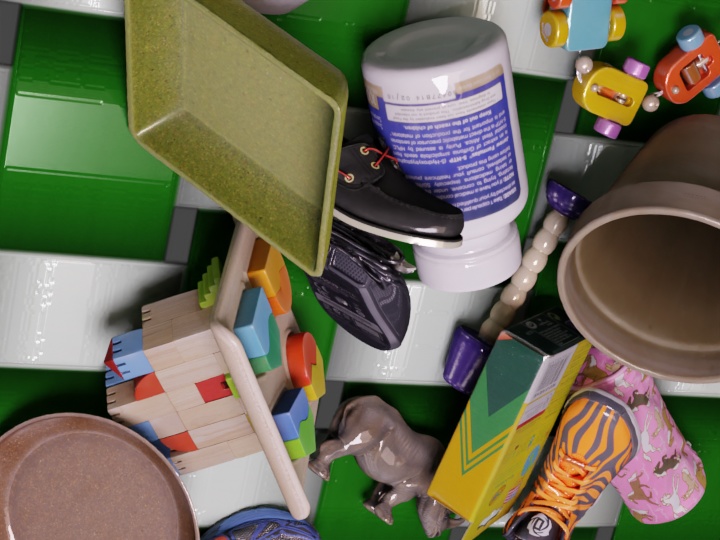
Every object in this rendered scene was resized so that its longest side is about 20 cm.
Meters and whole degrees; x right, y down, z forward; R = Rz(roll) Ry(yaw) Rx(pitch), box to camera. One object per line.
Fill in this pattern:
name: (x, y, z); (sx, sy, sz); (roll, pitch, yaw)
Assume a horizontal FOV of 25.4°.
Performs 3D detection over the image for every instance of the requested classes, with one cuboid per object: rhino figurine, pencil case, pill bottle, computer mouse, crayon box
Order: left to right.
computer mouse: (0.000, 0.000, 1.293); (0.053, 0.138, 0.200); (-54, 156, -16)
rhino figurine: (0.036, 0.181, 1.431); (0.200, 0.060, 0.088); (39, 83, -35)
pill bottle: (0.074, -0.091, 1.294); (0.119, 0.120, 0.202); (-19, 118, -15)
crayon box: (0.128, 0.137, 1.400); (0.127, 0.051, 0.202); (-16, 132, -61)
pencil case: (0.254, 0.145, 1.498); (0.082, 0.087, 0.201); (-19, 124, 22)

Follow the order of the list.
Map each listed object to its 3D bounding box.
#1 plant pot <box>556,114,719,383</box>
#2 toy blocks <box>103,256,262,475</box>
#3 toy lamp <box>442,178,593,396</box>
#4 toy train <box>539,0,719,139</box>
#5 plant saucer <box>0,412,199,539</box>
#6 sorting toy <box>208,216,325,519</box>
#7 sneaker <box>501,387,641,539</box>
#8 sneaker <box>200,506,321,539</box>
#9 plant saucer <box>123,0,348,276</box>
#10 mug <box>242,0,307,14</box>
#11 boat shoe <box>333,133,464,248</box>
plant pot: (0.282, -0.035, 1.362); (0.201, 0.199, 0.174); (54, 42, -31)
toy blocks: (-0.144, 0.095, 1.299); (0.135, 0.100, 0.201); (-17, 133, 5)
toy lamp: (0.136, 0.017, 1.407); (0.058, 0.058, 0.201); (26, 97, -30)
toy train: (0.227, -0.202, 1.354); (0.150, 0.056, 0.200); (-43, 125, -3)
plant saucer: (-0.222, 0.206, 1.301); (0.198, 0.037, 0.203); (2, 104, 9)
sorting toy: (-0.065, 0.065, 1.256); (0.036, 0.201, 0.186); (-15, 120, 9)
sneaker: (0.188, 0.197, 1.434); (0.112, 0.077, 0.201); (-51, 161, -36)
sneaker: (-0.124, 0.264, 1.385); (0.198, 0.078, 0.076); (-12, 117, -18)
plant saucer: (-0.082, -0.118, 1.150); (0.048, 0.199, 0.201); (-43, 159, -30)
mug: (-0.080, -0.280, 1.157); (0.149, 0.186, 0.154); (-18, 134, -52)
boat shoe: (-0.005, -0.074, 1.234); (0.073, 0.200, 0.064); (-11, 124, -61)
